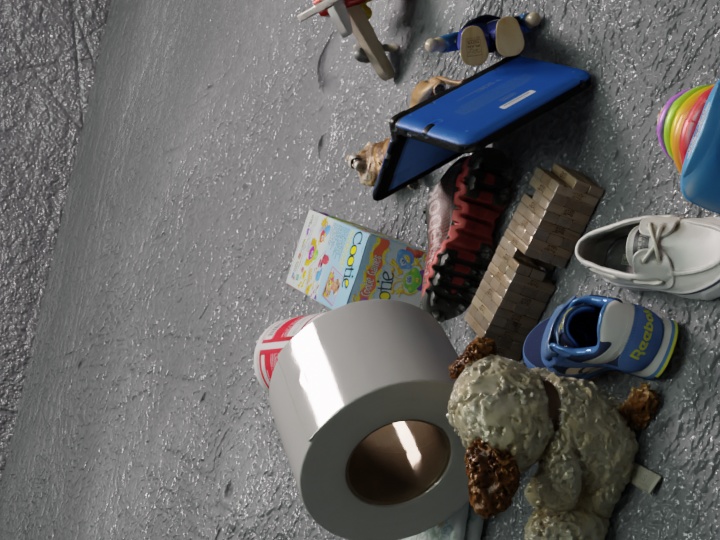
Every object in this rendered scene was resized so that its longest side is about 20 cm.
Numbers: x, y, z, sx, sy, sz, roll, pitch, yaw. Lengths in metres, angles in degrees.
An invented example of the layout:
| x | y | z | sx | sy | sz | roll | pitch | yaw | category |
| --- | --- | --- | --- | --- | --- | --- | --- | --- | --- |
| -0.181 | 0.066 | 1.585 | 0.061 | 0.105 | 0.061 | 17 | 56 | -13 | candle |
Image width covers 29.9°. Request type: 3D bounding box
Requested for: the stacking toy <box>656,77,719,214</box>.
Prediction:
| x | y | z | sx | sy | sz | roll | pitch | yaw | category |
| --- | --- | --- | --- | --- | --- | --- | --- | --- | --- |
| 0.300 | -0.121 | 1.164 | 0.200 | 0.109 | 0.117 | -123 | 51 | -72 | stacking toy |

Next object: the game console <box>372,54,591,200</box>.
| x | y | z | sx | sy | sz | roll | pitch | yaw | category |
| --- | --- | --- | --- | --- | --- | --- | --- | --- | --- |
| 0.129 | -0.141 | 1.445 | 0.170 | 0.199 | 0.119 | 23 | 134 | 44 | game console |

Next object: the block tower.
| x | y | z | sx | sy | sz | roll | pitch | yaw | category |
| --- | --- | --- | --- | --- | --- | --- | --- | --- | --- |
| 0.174 | -0.010 | 1.386 | 0.201 | 0.054 | 0.058 | -66 | 26 | 15 | block tower |

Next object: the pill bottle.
| x | y | z | sx | sy | sz | roll | pitch | yaw | category |
| --- | --- | --- | --- | --- | --- | --- | --- | --- | --- |
| -0.049 | 0.110 | 1.699 | 0.200 | 0.112 | 0.113 | -11 | 65 | 62 | pill bottle |

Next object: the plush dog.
| x | y | z | sx | sy | sz | roll | pitch | yaw | category |
| --- | --- | --- | --- | --- | --- | --- | --- | --- | --- |
| 0.156 | 0.140 | 1.194 | 0.161 | 0.171 | 0.201 | -52 | 32 | 37 | plush dog |

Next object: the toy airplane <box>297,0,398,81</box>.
| x | y | z | sx | sy | sz | roll | pitch | yaw | category |
| --- | --- | --- | --- | --- | --- | --- | --- | --- | --- |
| -0.022 | -0.376 | 1.835 | 0.141 | 0.198 | 0.202 | -15 | 63 | 49 | toy airplane |

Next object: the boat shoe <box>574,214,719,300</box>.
| x | y | z | sx | sy | sz | roll | pitch | yaw | category |
| --- | --- | --- | --- | --- | --- | --- | --- | --- | --- |
| 0.265 | -0.018 | 1.191 | 0.200 | 0.065 | 0.072 | 6 | 80 | 65 | boat shoe |

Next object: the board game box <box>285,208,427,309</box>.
| x | y | z | sx | sy | sz | roll | pitch | yaw | category |
| --- | --- | --- | --- | --- | --- | --- | --- | --- | --- |
| 0.000 | 0.000 | 1.676 | 0.200 | 0.102 | 0.106 | 26 | 99 | 65 | board game box |

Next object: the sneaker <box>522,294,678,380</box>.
| x | y | z | sx | sy | sz | roll | pitch | yaw | category |
| --- | --- | --- | --- | --- | --- | --- | --- | --- | --- |
| 0.203 | 0.059 | 1.246 | 0.200 | 0.082 | 0.074 | -17 | 54 | 61 | sneaker |

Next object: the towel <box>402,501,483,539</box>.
| x | y | z | sx | sy | sz | roll | pitch | yaw | category |
| --- | --- | --- | --- | --- | --- | --- | --- | --- | --- |
| 0.077 | 0.241 | 1.445 | 0.171 | 0.048 | 0.202 | -12 | 65 | 58 | towel |

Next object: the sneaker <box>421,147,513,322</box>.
| x | y | z | sx | sy | sz | roll | pitch | yaw | category |
| --- | --- | --- | --- | --- | --- | --- | --- | --- | --- |
| 0.108 | -0.041 | 1.519 | 0.098 | 0.070 | 0.202 | 9 | 81 | 64 | sneaker |

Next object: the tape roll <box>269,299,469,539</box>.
| x | y | z | sx | sy | sz | roll | pitch | yaw | category |
| --- | --- | --- | --- | --- | --- | --- | --- | --- | --- |
| 0.019 | 0.149 | 1.339 | 0.204 | 0.202 | 0.139 | -62 | 29 | 23 | tape roll |

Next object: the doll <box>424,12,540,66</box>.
| x | y | z | sx | sy | sz | roll | pitch | yaw | category |
| --- | --- | --- | --- | --- | --- | --- | --- | --- | --- |
| 0.140 | -0.266 | 1.533 | 0.200 | 0.135 | 0.049 | -69 | -34 | -77 | doll |

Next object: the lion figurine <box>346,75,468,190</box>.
| x | y | z | sx | sy | sz | roll | pitch | yaw | category |
| --- | --- | --- | --- | --- | --- | --- | --- | --- | --- |
| 0.066 | -0.180 | 1.708 | 0.200 | 0.072 | 0.123 | -51 | 23 | 14 | lion figurine |
